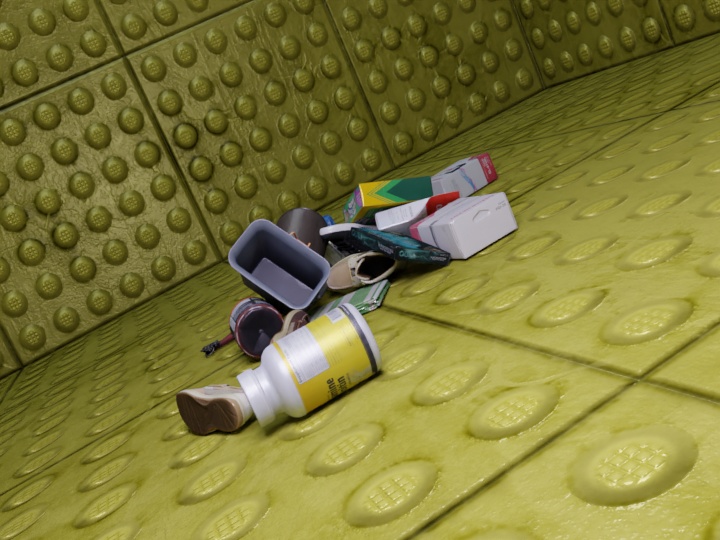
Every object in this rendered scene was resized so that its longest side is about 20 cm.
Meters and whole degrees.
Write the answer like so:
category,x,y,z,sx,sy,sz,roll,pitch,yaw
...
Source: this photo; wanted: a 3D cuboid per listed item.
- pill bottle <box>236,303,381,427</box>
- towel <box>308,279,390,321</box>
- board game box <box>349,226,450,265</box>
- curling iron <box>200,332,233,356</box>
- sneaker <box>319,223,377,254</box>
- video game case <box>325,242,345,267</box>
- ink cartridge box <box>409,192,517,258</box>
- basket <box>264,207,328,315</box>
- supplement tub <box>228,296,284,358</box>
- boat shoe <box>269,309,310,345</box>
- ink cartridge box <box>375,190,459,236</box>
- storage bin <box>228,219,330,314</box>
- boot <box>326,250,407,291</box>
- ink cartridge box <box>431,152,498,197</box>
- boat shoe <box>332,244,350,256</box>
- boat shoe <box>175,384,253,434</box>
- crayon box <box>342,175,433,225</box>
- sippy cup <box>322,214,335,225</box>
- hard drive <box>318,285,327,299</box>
category,x,y,z,sx,sy,sz,roll,pitch,yaw
pill bottle,-0.075,0.141,1.105,0.197,0.114,0.112,-28,11,-12
towel,-0.037,0.079,1.551,0.196,0.024,0.153,-25,10,17
board game box,0.078,-0.052,1.574,0.132,0.029,0.199,5,12,-30
curling iron,-0.285,0.148,1.787,0.197,0.026,0.050,-29,4,-9
sneaker,-0.010,-0.048,1.788,0.197,0.115,0.072,-2,-6,-45
video game case,-0.147,-0.026,1.935,0.197,0.181,0.024,-19,50,32
ink cartridge box,0.211,-0.090,1.590,0.144,0.084,0.199,-29,10,-17
basket,-0.151,-0.009,1.761,0.182,0.132,0.203,112,170,-48
supplement tub,-0.219,0.113,1.585,0.105,0.109,0.200,-27,10,-11
boat shoe,-0.114,0.129,1.409,0.070,0.074,0.200,8,15,8
ink cartridge box,0.139,-0.102,1.740,0.195,0.048,0.161,-15,-24,4
storage bin,-0.162,0.005,1.588,0.147,0.198,0.135,-53,-10,-22
boot,0.000,0.000,1.635,0.195,0.074,0.155,-18,2,13
ink cartridge box,0.275,-0.253,2.201,0.198,0.084,0.145,-31,13,-28
boat shoe,-0.056,-0.042,2.014,0.197,0.072,0.065,-29,25,22
boat shoe,-0.231,0.219,1.234,0.064,0.074,0.197,-23,8,-42
crayon box,0.060,-0.156,1.769,0.168,0.060,0.200,-7,-10,-14
sippy cup,-0.101,-0.077,2.129,0.175,0.133,0.140,-27,10,-6
hard drive,-0.176,0.077,1.867,0.196,0.027,0.132,-24,11,13
